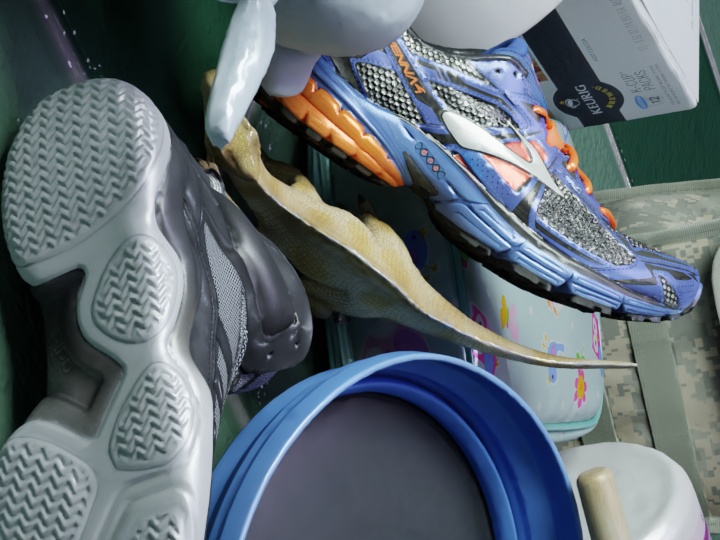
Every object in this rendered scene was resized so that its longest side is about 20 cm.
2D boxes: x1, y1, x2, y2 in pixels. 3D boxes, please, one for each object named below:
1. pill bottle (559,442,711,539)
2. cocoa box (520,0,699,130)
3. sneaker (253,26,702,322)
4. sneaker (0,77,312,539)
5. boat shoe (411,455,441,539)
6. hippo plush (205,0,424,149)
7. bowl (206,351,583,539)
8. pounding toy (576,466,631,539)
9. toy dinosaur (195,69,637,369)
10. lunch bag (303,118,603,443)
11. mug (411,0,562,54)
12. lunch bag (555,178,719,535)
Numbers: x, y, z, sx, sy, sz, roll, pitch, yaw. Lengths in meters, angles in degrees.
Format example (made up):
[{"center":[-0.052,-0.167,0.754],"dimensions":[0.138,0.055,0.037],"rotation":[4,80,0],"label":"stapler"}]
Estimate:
[{"center":[0.128,0.191,1.141],"dimensions":[0.113,0.111,0.201],"rotation":[-63,138,-54],"label":"pill bottle"},{"center":[0.079,-0.180,1.135],"dimensions":[0.133,0.130,0.201],"rotation":[49,39,-51],"label":"cocoa box"},{"center":[0.052,-0.047,0.925],"dimensions":[0.199,0.079,0.075],"rotation":[34,-1,-11],"label":"sneaker"},{"center":[-0.061,0.044,0.798],"dimensions":[0.114,0.075,0.202],"rotation":[28,54,-59],"label":"sneaker"},{"center":[0.031,0.164,0.990],"dimensions":[0.076,0.060,0.201],"rotation":[-61,136,-56],"label":"boat shoe"},{"center":[-0.015,-0.146,0.817],"dimensions":[0.200,0.159,0.161],"rotation":[50,11,25],"label":"hippo plush"},{"center":[0.008,0.130,0.895],"dimensions":[0.200,0.039,0.203],"rotation":[-3,94,-47],"label":"bowl"},{"center":[0.152,0.205,0.967],"dimensions":[0.200,0.141,0.185],"rotation":[82,12,-59],"label":"pounding toy"},{"center":[0.000,0.000,0.911],"dimensions":[0.199,0.101,0.058],"rotation":[35,85,-22],"label":"toy dinosaur"},{"center":[0.043,0.008,1.056],"dimensions":[0.200,0.076,0.162],"rotation":[6,78,-66],"label":"lunch bag"},{"center":[-0.005,-0.183,0.983],"dimensions":[0.150,0.186,0.153],"rotation":[-51,127,-16],"label":"mug"},{"center":[0.182,0.042,1.211],"dimensions":[0.118,0.198,0.165],"rotation":[-44,123,-63],"label":"lunch bag"}]
